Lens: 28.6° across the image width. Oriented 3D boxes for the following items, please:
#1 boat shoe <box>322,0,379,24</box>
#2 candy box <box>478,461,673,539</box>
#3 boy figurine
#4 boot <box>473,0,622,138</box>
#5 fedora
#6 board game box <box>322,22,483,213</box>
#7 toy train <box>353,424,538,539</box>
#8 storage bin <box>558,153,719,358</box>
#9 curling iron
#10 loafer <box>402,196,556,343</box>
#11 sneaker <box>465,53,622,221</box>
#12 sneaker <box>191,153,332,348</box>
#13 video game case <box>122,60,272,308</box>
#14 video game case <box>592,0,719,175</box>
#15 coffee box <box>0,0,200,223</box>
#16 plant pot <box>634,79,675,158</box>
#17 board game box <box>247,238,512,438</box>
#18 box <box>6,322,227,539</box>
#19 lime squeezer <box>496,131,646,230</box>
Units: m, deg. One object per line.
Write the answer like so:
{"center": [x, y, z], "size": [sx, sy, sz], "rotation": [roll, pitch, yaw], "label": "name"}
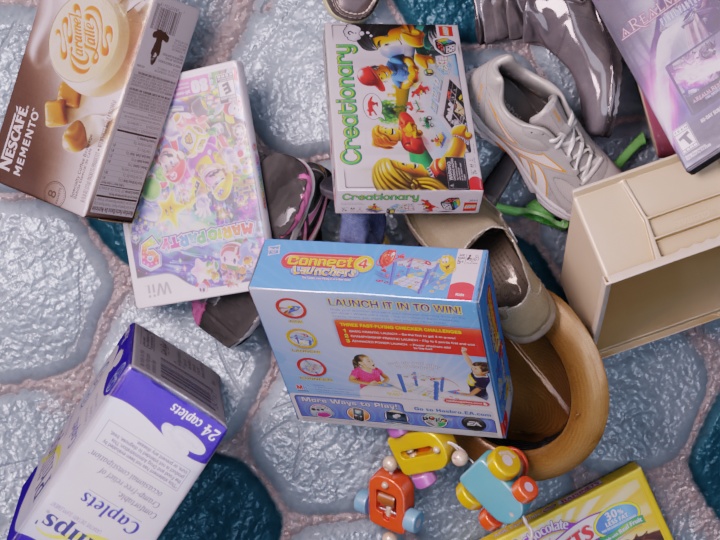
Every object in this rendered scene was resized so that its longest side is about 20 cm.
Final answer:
{"center": [0.004, -0.323, 1.264], "size": [0.073, 0.065, 0.201], "rotation": [7, 98, -8], "label": "boat shoe"}
{"center": [0.207, 0.280, 1.403], "size": [0.199, 0.026, 0.103], "rotation": [-27, 98, -2], "label": "candy box"}
{"center": [0.000, 0.000, 1.297], "size": [0.064, 0.125, 0.201], "rotation": [9, 124, 13], "label": "boy figurine"}
{"center": [0.169, -0.217, 1.307], "size": [0.131, 0.070, 0.201], "rotation": [-6, 89, -3], "label": "boot"}
{"center": [0.150, 0.094, 1.324], "size": [0.199, 0.082, 0.202], "rotation": [7, 106, 25], "label": "fedora"}
{"center": [0.034, -0.137, 1.248], "size": [0.125, 0.201, 0.035], "rotation": [-1, 144, -7], "label": "board game box"}
{"center": [0.087, 0.204, 1.317], "size": [0.199, 0.056, 0.151], "rotation": [13, 122, 31], "label": "toy train"}
{"center": [0.287, -0.020, 1.270], "size": [0.197, 0.200, 0.094], "rotation": [-18, 66, -3], "label": "storage bin"}
{"center": [0.104, -0.063, 1.315], "size": [0.049, 0.026, 0.200], "rotation": [37, 81, 14], "label": "curling iron"}
{"center": [0.102, -0.026, 1.252], "size": [0.076, 0.068, 0.200], "rotation": [-39, 69, -4], "label": "loafer"}
{"center": [0.175, -0.117, 1.279], "size": [0.200, 0.092, 0.076], "rotation": [38, 73, -4], "label": "sneaker"}
{"center": [-0.077, -0.014, 1.299], "size": [0.080, 0.086, 0.200], "rotation": [45, 116, 24], "label": "sneaker"}
{"center": [-0.154, -0.075, 1.263], "size": [0.142, 0.018, 0.201], "rotation": [-9, 91, 22], "label": "video game case"}
{"center": [0.293, -0.202, 1.191], "size": [0.143, 0.019, 0.201], "rotation": [-34, 65, 23], "label": "video game case"}
{"center": [-0.234, -0.155, 1.235], "size": [0.114, 0.080, 0.201], "rotation": [22, 97, 22], "label": "coffee box"}
{"center": [0.338, -0.188, 1.272], "size": [0.178, 0.200, 0.201], "rotation": [-16, 101, 13], "label": "plant pot"}
{"center": [0.023, 0.061, 1.225], "size": [0.199, 0.056, 0.196], "rotation": [4, 140, 16], "label": "board game box"}
{"center": [-0.216, 0.170, 1.256], "size": [0.105, 0.184, 0.201], "rotation": [33, 94, -12], "label": "box"}
{"center": [0.184, -0.071, 1.339], "size": [0.199, 0.038, 0.071], "rotation": [-15, 103, -2], "label": "lime squeezer"}
